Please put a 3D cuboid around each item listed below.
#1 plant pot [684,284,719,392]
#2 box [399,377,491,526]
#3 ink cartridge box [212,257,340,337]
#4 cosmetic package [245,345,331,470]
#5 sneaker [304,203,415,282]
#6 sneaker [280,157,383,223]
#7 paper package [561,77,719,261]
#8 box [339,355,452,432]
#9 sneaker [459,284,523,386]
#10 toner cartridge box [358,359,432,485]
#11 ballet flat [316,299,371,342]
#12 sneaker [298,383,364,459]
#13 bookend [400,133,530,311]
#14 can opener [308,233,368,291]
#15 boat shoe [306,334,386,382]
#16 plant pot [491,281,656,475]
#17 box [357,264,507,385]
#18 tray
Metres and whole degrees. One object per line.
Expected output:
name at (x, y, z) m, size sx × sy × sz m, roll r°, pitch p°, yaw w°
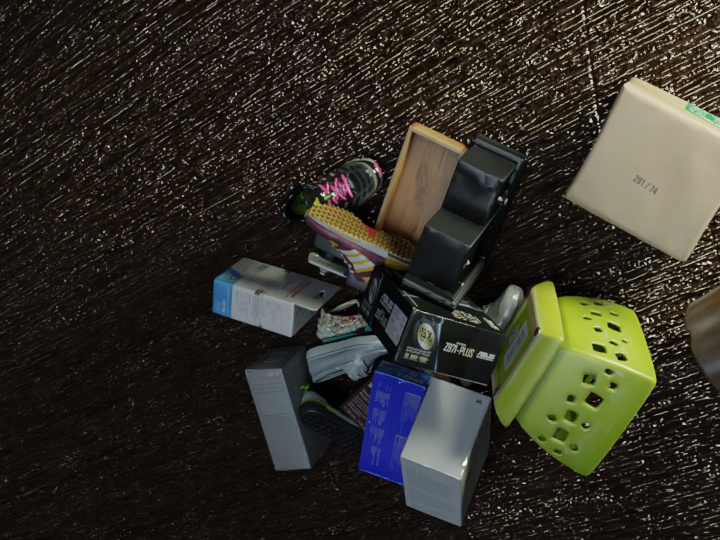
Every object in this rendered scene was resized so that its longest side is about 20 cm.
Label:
plant pot at (0.575, 0.072, 1.372) m, size 0.197 × 0.200 × 0.202 m, roll -32°, pitch 95°, yaw 37°
box at (0.143, 0.301, 1.621) m, size 0.105 × 0.154 × 0.201 m, roll 17°, pitch 148°, yaw 17°
ink cartridge box at (-0.146, 0.051, 1.720) m, size 0.197 × 0.116 × 0.068 m, roll 16°, pitch 116°, yaw 18°
cosmetic package at (-0.128, 0.251, 1.796) m, size 0.089 × 0.107 × 0.204 m, roll -5°, pitch 106°, yaw 25°
sneaker at (-0.010, -0.031, 1.595) m, size 0.197 × 0.075 × 0.091 m, roll 26°, pitch 122°, yaw -3°
sneaker at (-0.054, -0.123, 1.627) m, size 0.197 × 0.087 × 0.075 m, roll -19°, pitch 102°, yaw 28°
paper package at (0.422, -0.147, 1.398) m, size 0.198 × 0.103 × 0.193 m, roll 30°, pitch 119°, yaw 11°
box at (0.066, 0.204, 1.710) m, size 0.100 × 0.075 × 0.200 m, roll 45°, pitch 119°, yaw 2°
sneaker at (0.191, 0.093, 1.612) m, size 0.099 × 0.078 × 0.202 m, roll 38°, pitch 118°, yaw 13°
toner cartridge box at (0.059, 0.260, 1.671) m, size 0.093 × 0.043 × 0.204 m, roll 16°, pitch 117°, yaw 14°
ballet flat at (0.009, 0.079, 1.692) m, size 0.196 × 0.075 × 0.065 m, roll -11°, pitch 81°, yaw 23°
sneaker at (-0.028, 0.266, 1.777) m, size 0.199 × 0.084 × 0.071 m, roll 38°, pitch 125°, yaw -25°
bookend at (0.160, -0.077, 1.485) m, size 0.091 × 0.199 × 0.203 m, roll 25°, pitch 117°, yaw 12°
can opener at (0.000, 0.000, 1.671) m, size 0.197 × 0.053 × 0.067 m, roll 26°, pitch 117°, yaw 13°
boat shoe at (-0.009, 0.156, 1.718) m, size 0.198 × 0.070 × 0.073 m, roll -16°, pitch 78°, yaw 34°
plant pot at (0.305, 0.149, 1.483) m, size 0.179 × 0.200 × 0.202 m, roll 25°, pitch 117°, yaw -8°
box at (0.105, 0.080, 1.506) m, size 0.161 × 0.200 × 0.088 m, roll 17°, pitch 104°, yaw -21°
tray at (0.096, -0.125, 1.591) m, size 0.097 × 0.037 × 0.203 m, roll 26°, pitch 117°, yaw 13°
